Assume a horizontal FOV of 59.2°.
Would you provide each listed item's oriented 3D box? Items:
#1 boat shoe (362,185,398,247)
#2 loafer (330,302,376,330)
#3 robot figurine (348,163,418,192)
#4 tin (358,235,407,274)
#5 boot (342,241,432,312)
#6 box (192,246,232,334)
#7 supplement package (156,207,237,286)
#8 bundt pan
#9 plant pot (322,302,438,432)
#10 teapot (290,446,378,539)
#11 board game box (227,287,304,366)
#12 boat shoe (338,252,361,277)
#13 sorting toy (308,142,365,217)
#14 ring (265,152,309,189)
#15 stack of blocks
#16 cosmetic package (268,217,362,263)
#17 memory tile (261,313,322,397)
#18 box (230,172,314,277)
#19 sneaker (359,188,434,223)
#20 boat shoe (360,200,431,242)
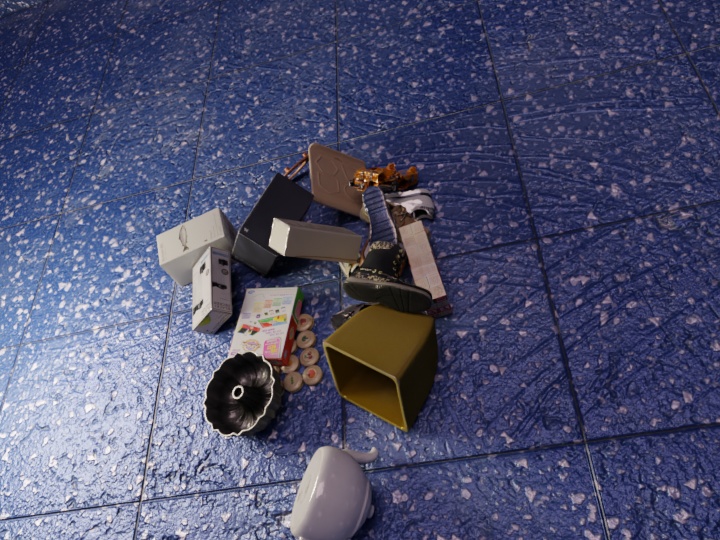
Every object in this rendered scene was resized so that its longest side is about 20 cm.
[{"bbox_3d":[0.060,-0.103,1.528,0.072,0.072,0.202,-14,76,20],"label":"boat shoe"},{"bbox_3d":[0.018,0.101,1.516,0.198,0.063,0.072,-7,54,16],"label":"loafer"},{"bbox_3d":[0.060,-0.243,1.673,0.144,0.059,0.199,14,21,33],"label":"robot figurine"},{"bbox_3d":[0.067,-0.053,1.579,0.111,0.042,0.201,19,45,5],"label":"tin"},{"bbox_3d":[0.079,0.007,1.392,0.202,0.074,0.154,10,45,23],"label":"boot"},{"bbox_3d":[-0.392,0.052,1.666,0.117,0.060,0.201,-41,46,38],"label":"box"},{"bbox_3d":[-0.450,-0.065,1.771,0.199,0.118,0.118,-24,53,3],"label":"supplement package"},{"bbox_3d":[-0.263,0.293,1.468,0.200,0.076,0.204,-14,58,23],"label":"bundt pan"},{"bbox_3d":[0.067,0.182,1.370,0.193,0.196,0.200,22,54,31],"label":"plant pot"},{"bbox_3d":[-0.043,0.457,1.244,0.145,0.197,0.201,24,96,-7],"label":"teapot"},{"bbox_3d":[-0.235,0.138,1.581,0.152,0.040,0.201,-2,56,20],"label":"board game box"},{"bbox_3d":[0.000,0.000,1.590,0.075,0.069,0.200,-36,52,-6],"label":"boat shoe"},{"bbox_3d":[-0.060,-0.243,1.737,0.036,0.184,0.201,-44,40,44],"label":"sorting toy"},{"bbox_3d":[-0.209,-0.269,1.795,0.200,0.200,0.019,-44,96,-12],"label":"ring"},{"bbox_3d":[0.153,0.000,1.483,0.058,0.115,0.201,-19,63,8],"label":"stack of blocks"},{"bbox_3d":[-0.108,-0.071,1.533,0.103,0.198,0.074,30,112,57],"label":"cosmetic package"},{"bbox_3d":[-0.175,0.207,1.546,0.152,0.017,0.201,-20,53,7],"label":"memory tile"},{"bbox_3d":[-0.232,-0.113,1.657,0.123,0.198,0.201,31,68,-5],"label":"box"},{"bbox_3d":[0.094,-0.153,1.661,0.198,0.076,0.081,-13,61,13],"label":"sneaker"},{"bbox_3d":[0.088,-0.129,1.586,0.199,0.065,0.071,26,46,18],"label":"boat shoe"}]
